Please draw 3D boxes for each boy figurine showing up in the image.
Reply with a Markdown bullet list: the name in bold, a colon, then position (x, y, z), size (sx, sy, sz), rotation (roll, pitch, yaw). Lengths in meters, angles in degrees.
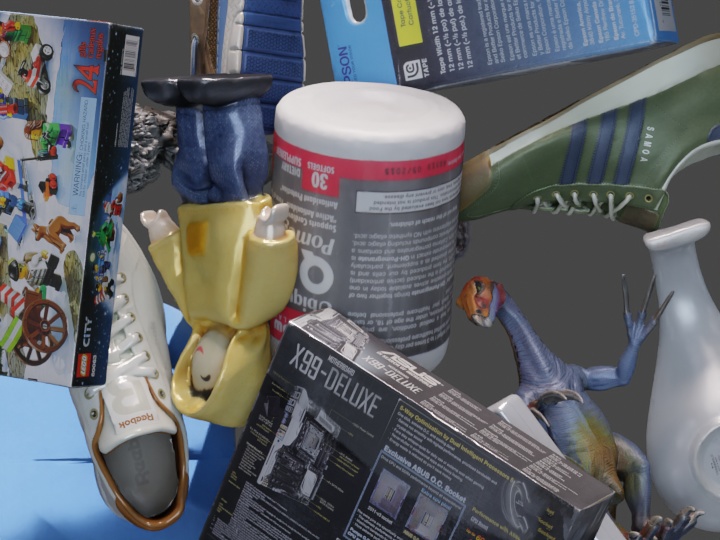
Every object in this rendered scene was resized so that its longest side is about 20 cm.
- **boy figurine**: position (-0.083, -0.012, 1.402), size (0.064, 0.124, 0.201), rotation (-8, 101, -41)

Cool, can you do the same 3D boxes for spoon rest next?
- **spoon rest**: position (0.209, 0.062, 1.489), size (0.099, 0.061, 0.201), rotation (-15, 105, 1)

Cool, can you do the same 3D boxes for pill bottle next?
- **pill bottle**: position (0.000, 0.000, 1.437), size (0.110, 0.111, 0.201), rotation (3, 109, -1)

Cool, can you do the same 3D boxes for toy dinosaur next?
- **toy dinosaur**: position (0.110, 0.094, 1.453), size (0.182, 0.105, 0.200), rotation (47, 129, 23)

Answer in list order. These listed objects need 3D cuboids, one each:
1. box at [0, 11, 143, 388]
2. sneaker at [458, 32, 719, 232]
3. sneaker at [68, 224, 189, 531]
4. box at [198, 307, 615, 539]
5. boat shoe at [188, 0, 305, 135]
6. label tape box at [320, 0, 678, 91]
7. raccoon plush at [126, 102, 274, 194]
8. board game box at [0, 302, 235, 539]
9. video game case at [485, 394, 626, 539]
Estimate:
- **box**: position (-0.198, -0.043, 1.388), size (0.136, 0.038, 0.201), rotation (8, 93, 25)
- **sneaker**: position (0.147, -0.058, 1.470), size (0.200, 0.067, 0.090), rotation (-27, 88, -2)
- **sneaker**: position (-0.134, 0.053, 1.415), size (0.073, 0.085, 0.201), rotation (-20, 102, -13)
- **box**: position (0.020, 0.138, 1.360), size (0.200, 0.050, 0.158), rotation (31, 113, 22)
- **boat shoe**: position (-0.072, -0.180, 1.451), size (0.072, 0.072, 0.201), rotation (10, 86, -46)
- **label tape box**: position (0.075, -0.185, 1.460), size (0.199, 0.066, 0.144), rotation (-10, 92, 24)
- **raccoon plush**: position (-0.159, -0.035, 1.461), size (0.199, 0.097, 0.135), rotation (17, 99, -1)
- **board game box**: position (-0.154, 0.109, 1.490), size (0.157, 0.039, 0.201), rotation (-2, 97, -6)
- **video game case**: position (0.095, 0.181, 1.436), size (0.023, 0.182, 0.200), rotation (-38, 92, -38)
